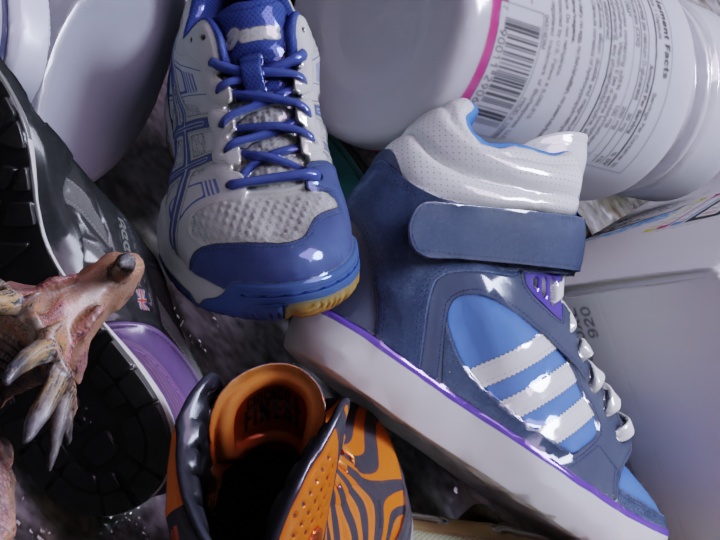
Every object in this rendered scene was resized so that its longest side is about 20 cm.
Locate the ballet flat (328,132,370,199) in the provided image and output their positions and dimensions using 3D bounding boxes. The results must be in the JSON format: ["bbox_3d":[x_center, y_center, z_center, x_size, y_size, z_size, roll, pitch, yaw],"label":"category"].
[{"bbox_3d":[0.000,0.000,1.127,0.200,0.067,0.064,49,0,2],"label":"ballet flat"}]

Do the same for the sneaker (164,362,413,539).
[{"bbox_3d":[-0.021,0.075,0.936,0.077,0.112,0.200,8,27,7],"label":"sneaker"}]

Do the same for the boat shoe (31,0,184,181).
[{"bbox_3d":[-0.118,-0.120,1.061,0.071,0.070,0.201,47,50,-49],"label":"boat shoe"}]

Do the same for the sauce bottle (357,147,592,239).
[{"bbox_3d":[0.062,-0.017,1.207,0.200,0.065,0.065,33,36,-25],"label":"sauce bottle"}]

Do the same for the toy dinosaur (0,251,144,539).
[{"bbox_3d":[-0.129,0.073,0.775,0.086,0.135,0.200,34,36,-33],"label":"toy dinosaur"}]

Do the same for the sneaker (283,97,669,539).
[{"bbox_3d":[0.078,0.019,1.050,0.200,0.147,0.081,35,-9,-20],"label":"sneaker"}]

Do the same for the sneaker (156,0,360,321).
[{"bbox_3d":[-0.047,-0.057,0.997,0.075,0.088,0.200,-5,32,-11],"label":"sneaker"}]

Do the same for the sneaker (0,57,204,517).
[{"bbox_3d":[-0.120,-0.006,0.952,0.200,0.076,0.088,64,20,1],"label":"sneaker"}]

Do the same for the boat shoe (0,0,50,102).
[{"bbox_3d":[-0.182,-0.141,1.001,0.062,0.072,0.200,-1,50,-40],"label":"boat shoe"}]

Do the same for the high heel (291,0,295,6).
[{"bbox_3d":[0.019,-0.108,1.201,0.143,0.071,0.200,51,5,4],"label":"high heel"}]

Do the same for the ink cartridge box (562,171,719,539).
[{"bbox_3d":[0.188,0.036,1.168,0.200,0.144,0.148,-30,103,-40],"label":"ink cartridge box"}]

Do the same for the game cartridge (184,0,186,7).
[{"bbox_3d":[-0.090,-0.200,1.217,0.133,0.041,0.200,54,29,-9],"label":"game cartridge"}]

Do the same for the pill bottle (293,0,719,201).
[{"bbox_3d":[0.076,-0.093,1.136,0.200,0.113,0.114,12,50,-44],"label":"pill bottle"}]

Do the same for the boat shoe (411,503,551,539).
[{"bbox_3d":[0.061,0.130,1.071,0.200,0.072,0.076,21,32,-44],"label":"boat shoe"}]
